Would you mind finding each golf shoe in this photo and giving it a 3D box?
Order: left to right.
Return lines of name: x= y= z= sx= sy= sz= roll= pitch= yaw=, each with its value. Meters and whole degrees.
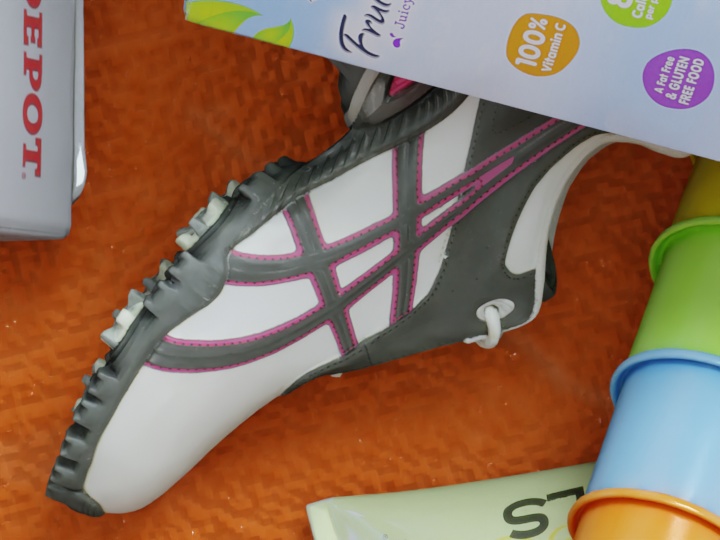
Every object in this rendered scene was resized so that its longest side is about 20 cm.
golf shoe: x=0.000 y=0.000 z=0.770 sx=0.088 sy=0.077 sz=0.200 roll=41 pitch=101 yaw=-4

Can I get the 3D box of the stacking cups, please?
stacking cups: x=0.078 y=0.051 z=0.747 sx=0.060 sy=0.061 sz=0.201 roll=24 pitch=63 yaw=2

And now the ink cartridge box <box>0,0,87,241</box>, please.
ink cartridge box: x=-0.156 y=-0.084 z=0.723 sx=0.084 sy=0.200 sz=0.147 roll=-2 pitch=85 yaw=30

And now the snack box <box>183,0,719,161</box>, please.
snack box: x=0.071 y=-0.105 z=0.716 sx=0.199 sy=0.169 sz=0.068 roll=16 pitch=130 yaw=-2

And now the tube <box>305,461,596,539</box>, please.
tube: x=0.090 y=0.075 z=0.788 sx=0.199 sy=0.058 sz=0.052 roll=-14 pitch=126 yaw=3
